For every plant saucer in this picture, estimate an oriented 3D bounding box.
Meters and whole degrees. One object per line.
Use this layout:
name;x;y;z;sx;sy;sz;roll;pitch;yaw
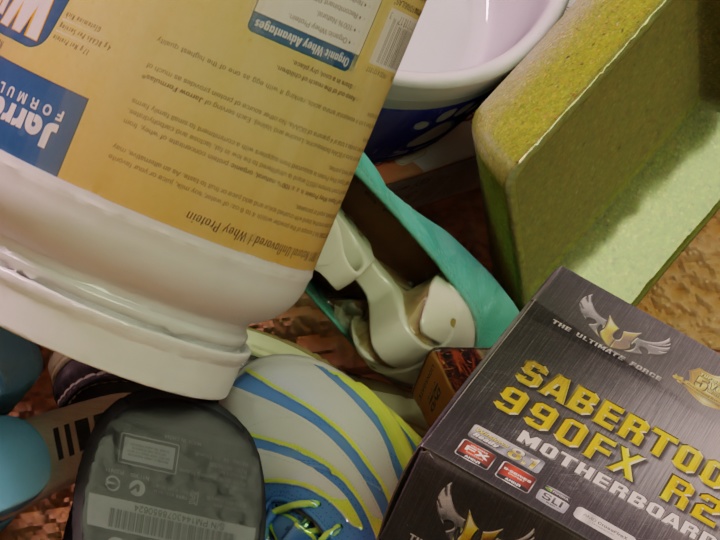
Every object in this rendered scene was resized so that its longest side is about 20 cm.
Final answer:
plant saucer;0.115;-0.064;1.175;0.048;0.200;0.200;33;68;24

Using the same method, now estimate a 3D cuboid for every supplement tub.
supplement tub;-0.065;-0.069;0.967;0.144;0.145;0.201;21;94;-19

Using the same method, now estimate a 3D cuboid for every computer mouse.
computer mouse;-0.106;0.138;0.939;0.140;0.046;0.201;8;71;-20

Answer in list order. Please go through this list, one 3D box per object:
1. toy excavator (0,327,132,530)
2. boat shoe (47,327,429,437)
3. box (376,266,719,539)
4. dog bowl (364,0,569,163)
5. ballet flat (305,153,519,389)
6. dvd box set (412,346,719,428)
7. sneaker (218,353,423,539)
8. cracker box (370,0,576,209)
toy excavator;-0.137;0.064;1.013;0.200;0.100;0.195;-24;78;-32
boat shoe;-0.034;0.073;1.097;0.199;0.073;0.065;15;53;-23
box;0.126;0.094;0.978;0.200;0.048;0.158;30;33;9
dog bowl;-0.009;-0.150;1.157;0.199;0.079;0.201;12;60;-22
ballet flat;0.000;0.000;1.092;0.200;0.067;0.071;48;25;-24
dvd box set;0.119;0.104;1.042;0.146;0.029;0.200;2;38;-23
sneaker;0.006;0.115;0.965;0.200;0.076;0.105;54;10;10
cracker box;0.038;-0.107;1.247;0.200;0.058;0.134;-19;76;-37
